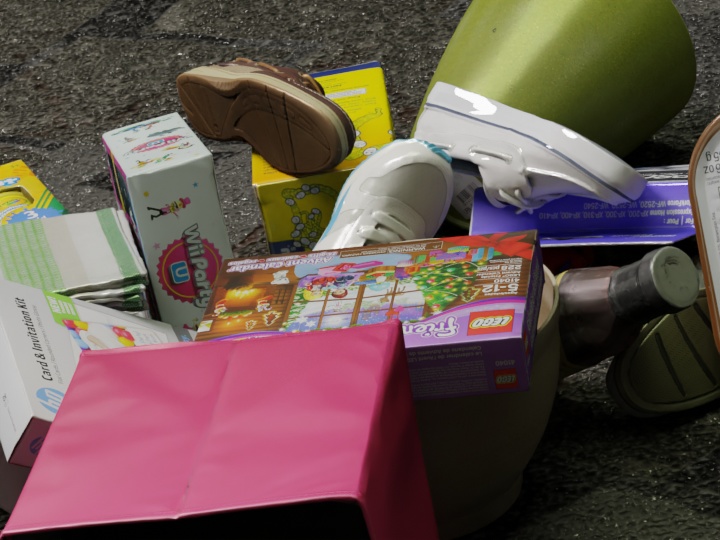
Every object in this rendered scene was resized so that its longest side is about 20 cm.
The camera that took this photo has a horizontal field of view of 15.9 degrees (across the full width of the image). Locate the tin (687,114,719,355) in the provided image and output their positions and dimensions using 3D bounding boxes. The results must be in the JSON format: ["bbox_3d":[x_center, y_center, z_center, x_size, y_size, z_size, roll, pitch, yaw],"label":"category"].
[{"bbox_3d":[0.270,-0.013,1.637,0.112,0.201,0.042,-12,-4,30],"label":"tin"}]

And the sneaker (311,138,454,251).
[{"bbox_3d":[0.000,0.000,1.767,0.200,0.076,0.081,-53,22,14],"label":"sneaker"}]

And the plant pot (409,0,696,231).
[{"bbox_3d":[0.128,-0.126,1.970,0.187,0.188,0.200,12,47,39],"label":"plant pot"}]

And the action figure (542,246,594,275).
[{"bbox_3d":[0.099,0.019,1.806,0.065,0.052,0.200,21,35,39],"label":"action figure"}]

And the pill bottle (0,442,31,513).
[{"bbox_3d":[-0.230,0.082,1.729,0.114,0.115,0.200,-16,26,-12],"label":"pill bottle"}]

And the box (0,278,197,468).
[{"bbox_3d":[-0.143,0.082,1.627,0.199,0.041,0.156,16,27,-29],"label":"box"}]

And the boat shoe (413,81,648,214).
[{"bbox_3d":[0.113,-0.071,1.763,0.200,0.073,0.066,25,87,48],"label":"boat shoe"}]

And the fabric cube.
[{"bbox_3d":[-0.063,0.164,1.407,0.199,0.197,0.200,-7,24,10],"label":"fabric cube"}]

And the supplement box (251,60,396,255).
[{"bbox_3d":[-0.021,-0.066,1.955,0.109,0.109,0.200,-10,26,2],"label":"supplement box"}]

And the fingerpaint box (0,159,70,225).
[{"bbox_3d":[-0.323,-0.002,1.981,0.199,0.074,0.167,-19,27,-17],"label":"fingerpaint box"}]

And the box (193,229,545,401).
[{"bbox_3d":[0.006,0.030,1.520,0.199,0.039,0.137,-6,27,11],"label":"box"}]

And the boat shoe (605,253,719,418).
[{"bbox_3d":[0.226,0.036,1.709,0.200,0.075,0.068,-36,11,-33],"label":"boat shoe"}]

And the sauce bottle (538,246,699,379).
[{"bbox_3d":[0.137,0.031,1.649,0.066,0.066,0.200,-36,4,-41],"label":"sauce bottle"}]

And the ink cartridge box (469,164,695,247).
[{"bbox_3d":[0.184,-0.046,1.801,0.198,0.044,0.200,-2,7,37],"label":"ink cartridge box"}]

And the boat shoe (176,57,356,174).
[{"bbox_3d":[-0.056,-0.122,1.881,0.072,0.072,0.200,-28,24,-27],"label":"boat shoe"}]

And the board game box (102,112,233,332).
[{"bbox_3d":[-0.130,-0.021,1.818,0.064,0.148,0.200,-15,13,-9],"label":"board game box"}]

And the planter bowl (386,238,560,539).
[{"bbox_3d":[0.033,0.085,1.598,0.199,0.135,0.200,-8,25,4],"label":"planter bowl"}]

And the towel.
[{"bbox_3d":[-0.248,0.008,1.731,0.199,0.031,0.149,-11,22,-9],"label":"towel"}]
